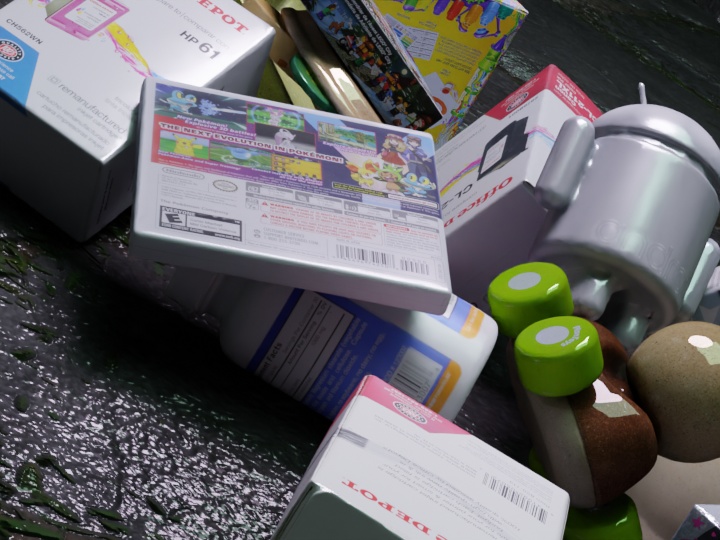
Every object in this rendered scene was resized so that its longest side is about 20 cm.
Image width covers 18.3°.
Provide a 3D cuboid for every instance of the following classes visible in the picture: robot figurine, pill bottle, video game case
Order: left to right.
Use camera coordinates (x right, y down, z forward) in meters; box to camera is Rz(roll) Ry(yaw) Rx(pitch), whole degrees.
[{"bbox_3d":[-0.045,-0.049,1.415,0.199,0.023,0.183,11,35,-10],"label":"video game case"},{"bbox_3d":[-0.021,0.032,1.444,0.200,0.112,0.112,31,18,-1],"label":"pill bottle"},{"bbox_3d":[0.191,-0.035,1.583,0.170,0.201,0.113,41,-29,-30],"label":"robot figurine"}]

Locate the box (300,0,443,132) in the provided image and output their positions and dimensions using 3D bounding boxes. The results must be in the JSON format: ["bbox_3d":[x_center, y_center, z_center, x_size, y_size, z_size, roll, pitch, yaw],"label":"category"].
[{"bbox_3d":[-0.002,-0.180,1.658,0.137,0.038,0.200,54,6,-17],"label":"box"}]

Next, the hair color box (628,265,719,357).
[{"bbox_3d":[0.234,0.048,1.676,0.061,0.199,0.099,67,15,-6],"label":"hair color box"}]

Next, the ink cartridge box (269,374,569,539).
[{"bbox_3d":[0.030,0.152,1.249,0.146,0.083,0.200,32,17,1],"label":"ink cartridge box"}]

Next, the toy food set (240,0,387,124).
[{"bbox_3d":[-0.009,-0.110,1.643,0.200,0.049,0.198,50,9,-51],"label":"toy food set"}]

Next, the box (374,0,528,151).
[{"bbox_3d":[0.004,-0.204,1.982,0.200,0.193,0.122,17,22,-39],"label":"box"}]

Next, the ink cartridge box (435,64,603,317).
[{"bbox_3d":[0.113,-0.052,1.739,0.083,0.146,0.200,46,28,-16],"label":"ink cartridge box"}]

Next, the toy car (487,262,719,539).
[{"bbox_3d":[0.203,0.074,1.467,0.199,0.165,0.158,-16,27,-2],"label":"toy car"}]

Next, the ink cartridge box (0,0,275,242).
[{"bbox_3d":[-0.176,-0.133,1.539,0.144,0.085,0.200,35,46,13],"label":"ink cartridge box"}]

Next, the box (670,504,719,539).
[{"bbox_3d":[0.273,0.226,1.399,0.200,0.115,0.132,10,28,-50],"label":"box"}]

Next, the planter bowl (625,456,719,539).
[{"bbox_3d":[0.281,0.147,1.593,0.200,0.135,0.200,27,18,-10],"label":"planter bowl"}]

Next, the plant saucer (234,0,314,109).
[{"bbox_3d":[-0.060,-0.157,1.771,0.200,0.048,0.200,65,16,12],"label":"plant saucer"}]
